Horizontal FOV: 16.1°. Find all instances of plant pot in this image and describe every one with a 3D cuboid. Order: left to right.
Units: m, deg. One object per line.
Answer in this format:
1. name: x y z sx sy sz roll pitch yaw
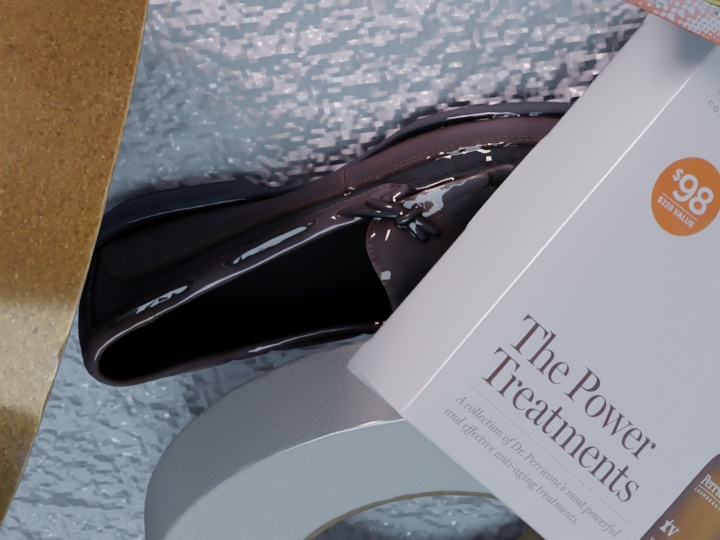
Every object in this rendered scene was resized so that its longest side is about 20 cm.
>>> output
1. plant pot: -0.179 -0.036 0.733 0.199 0.187 0.187 16 131 -12

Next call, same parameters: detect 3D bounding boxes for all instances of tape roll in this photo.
1. tape roll: 0.023 0.095 0.897 0.201 0.037 0.203 -5 142 -4

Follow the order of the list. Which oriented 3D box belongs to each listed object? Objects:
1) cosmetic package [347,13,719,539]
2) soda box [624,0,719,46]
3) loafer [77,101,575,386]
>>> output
1. cosmetic package: 0.117 0.037 0.806 0.200 0.052 0.151 40 88 -28
2. soda box: 0.167 -0.084 0.736 0.199 0.064 0.068 23 130 -14
3. loafer: 0.000 0.000 0.831 0.199 0.063 0.072 -12 128 17
